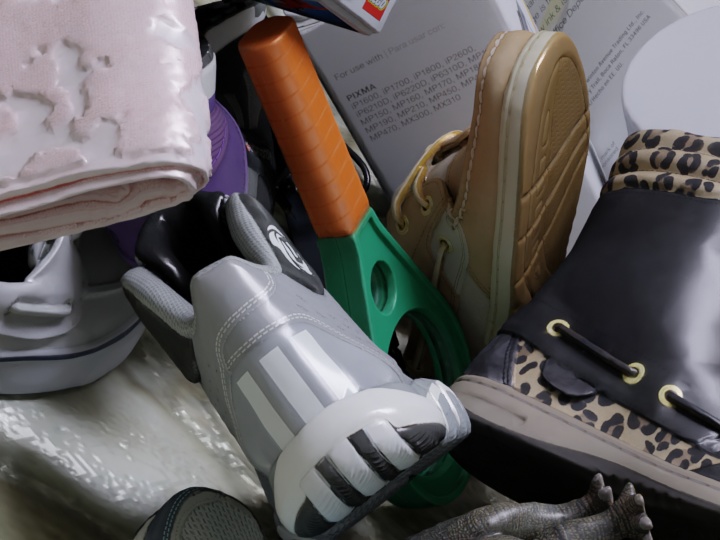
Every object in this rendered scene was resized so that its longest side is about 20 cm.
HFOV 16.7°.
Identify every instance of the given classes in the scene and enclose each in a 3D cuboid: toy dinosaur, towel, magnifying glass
[{"bbox_3d":[0.042,0.109,0.818,0.102,0.077,0.200,-17,25,-11],"label":"toy dinosaur"},{"bbox_3d":[-0.146,-0.088,0.748,0.032,0.191,0.200,68,11,-58],"label":"towel"},{"bbox_3d":[0.000,0.000,0.897,0.080,0.022,0.200,-58,135,-50],"label":"magnifying glass"}]

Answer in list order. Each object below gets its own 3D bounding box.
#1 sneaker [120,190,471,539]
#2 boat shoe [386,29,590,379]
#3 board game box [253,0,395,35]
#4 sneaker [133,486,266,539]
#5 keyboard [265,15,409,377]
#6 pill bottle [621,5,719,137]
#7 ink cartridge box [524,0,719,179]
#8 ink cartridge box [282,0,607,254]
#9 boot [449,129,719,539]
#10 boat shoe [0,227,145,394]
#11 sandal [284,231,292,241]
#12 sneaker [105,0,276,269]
[{"bbox_3d":[-0.024,0.025,0.796,0.116,0.075,0.200,53,-6,6],"label":"sneaker"},{"bbox_3d":[0.043,-0.016,0.955,0.069,0.200,0.074,20,48,17],"label":"boat shoe"},{"bbox_3d":[-0.092,-0.144,0.881,0.200,0.035,0.126,21,-6,40],"label":"board game box"},{"bbox_3d":[-0.010,0.125,0.706,0.078,0.086,0.200,20,28,-34],"label":"sneaker"},{"bbox_3d":[-0.006,-0.029,0.991,0.104,0.040,0.200,48,18,-47],"label":"keyboard"},{"bbox_3d":[0.182,-0.014,1.095,0.114,0.114,0.200,-116,-176,-47],"label":"pill bottle"},{"bbox_3d":[0.135,-0.090,1.251,0.145,0.147,0.200,12,33,-46],"label":"ink cartridge box"},{"bbox_3d":[0.042,-0.076,1.065,0.148,0.086,0.200,-101,165,-56],"label":"ink cartridge box"},{"bbox_3d":[0.144,0.038,0.883,0.200,0.151,0.073,20,-27,23],"label":"boot"},{"bbox_3d":[-0.121,-0.001,0.816,0.074,0.065,0.200,43,24,14],"label":"boat shoe"},{"bbox_3d":[-0.076,-0.064,1.016,0.080,0.054,0.200,15,31,-42],"label":"sandal"},{"bbox_3d":[-0.065,-0.042,0.895,0.200,0.076,0.088,-71,144,-72],"label":"sneaker"}]
